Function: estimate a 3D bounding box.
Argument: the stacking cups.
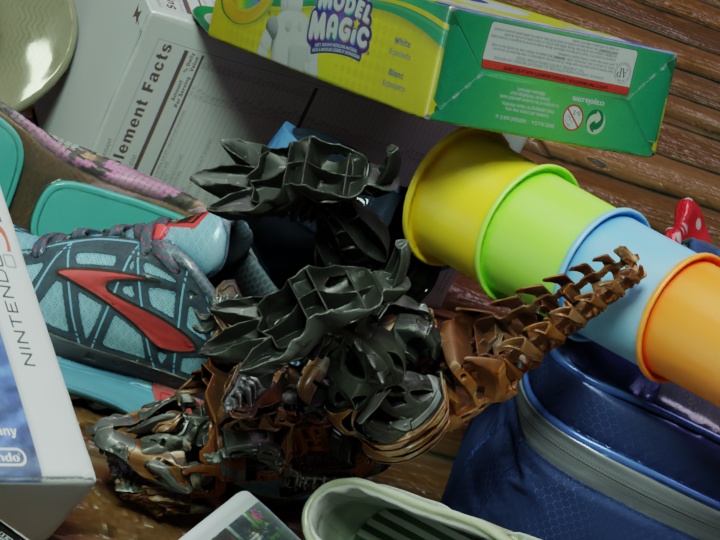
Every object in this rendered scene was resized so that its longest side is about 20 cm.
[{"bbox_3d":[0.103,0.013,0.812,0.060,0.061,0.200,-1,27,-47],"label":"stacking cups"}]

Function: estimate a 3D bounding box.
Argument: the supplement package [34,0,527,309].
[{"bbox_3d":[-0.039,-0.076,1.054,0.199,0.114,0.110,15,27,-26],"label":"supplement package"}]

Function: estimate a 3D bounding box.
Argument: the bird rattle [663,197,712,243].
[{"bbox_3d":[0.230,0.027,1.159,0.199,0.113,0.164,-12,61,-51],"label":"bird rattle"}]

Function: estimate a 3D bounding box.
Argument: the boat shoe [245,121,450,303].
[{"bbox_3d":[0.000,0.000,0.942,0.068,0.085,0.200,24,-2,15],"label":"boat shoe"}]

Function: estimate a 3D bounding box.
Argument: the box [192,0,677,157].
[{"bbox_3d":[0.023,-0.095,0.910,0.117,0.049,0.200,7,10,-34],"label":"box"}]

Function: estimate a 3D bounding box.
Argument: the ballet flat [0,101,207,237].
[{"bbox_3d":[-0.146,-0.035,0.936,0.199,0.070,0.071,22,6,-22],"label":"ballet flat"}]

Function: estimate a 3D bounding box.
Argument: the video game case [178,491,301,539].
[{"bbox_3d":[-0.007,0.158,0.663,0.182,0.023,0.200,43,18,6],"label":"video game case"}]

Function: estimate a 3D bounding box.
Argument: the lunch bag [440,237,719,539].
[{"bbox_3d":[0.123,0.062,0.923,0.135,0.133,0.200,27,24,0],"label":"lunch bag"}]

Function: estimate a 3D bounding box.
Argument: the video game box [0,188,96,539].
[{"bbox_3d":[-0.202,0.004,0.746,0.199,0.047,0.183,5,49,-41],"label":"video game box"}]

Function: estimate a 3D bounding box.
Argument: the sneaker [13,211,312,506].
[{"bbox_3d":[-0.080,0.006,0.868,0.199,0.096,0.079,26,22,-2],"label":"sneaker"}]

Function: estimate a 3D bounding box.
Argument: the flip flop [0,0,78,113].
[{"bbox_3d":[-0.210,-0.106,0.964,0.199,0.082,0.057,4,-8,-36],"label":"flip flop"}]

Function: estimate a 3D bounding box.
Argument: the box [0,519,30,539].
[{"bbox_3d":[-0.143,0.114,0.589,0.193,0.047,0.200,40,19,-19],"label":"box"}]

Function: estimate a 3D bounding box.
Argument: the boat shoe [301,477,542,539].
[{"bbox_3d":[0.057,0.125,0.750,0.199,0.072,0.062,17,-15,41],"label":"boat shoe"}]

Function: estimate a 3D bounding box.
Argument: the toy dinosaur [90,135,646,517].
[{"bbox_3d":[-0.004,0.025,0.793,0.102,0.199,0.136,52,-8,45],"label":"toy dinosaur"}]
